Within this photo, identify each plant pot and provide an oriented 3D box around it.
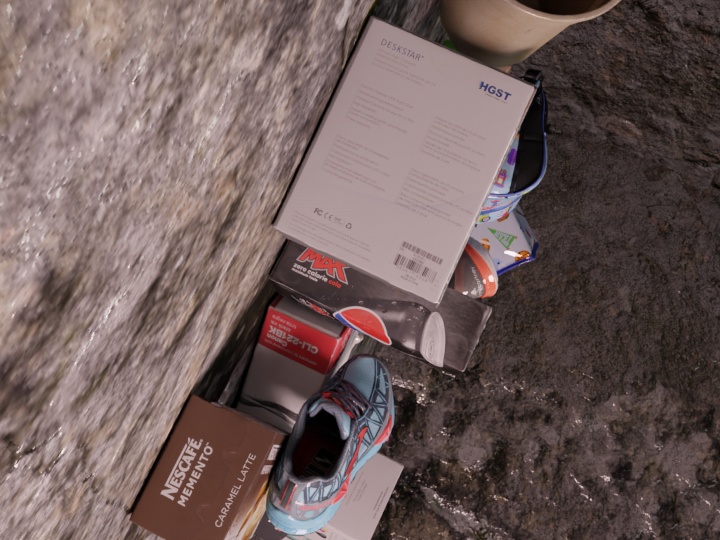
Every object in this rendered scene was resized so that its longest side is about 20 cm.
[{"bbox_3d":[0.174,-0.325,0.921,0.201,0.200,0.183,-63,-175,-16],"label":"plant pot"}]

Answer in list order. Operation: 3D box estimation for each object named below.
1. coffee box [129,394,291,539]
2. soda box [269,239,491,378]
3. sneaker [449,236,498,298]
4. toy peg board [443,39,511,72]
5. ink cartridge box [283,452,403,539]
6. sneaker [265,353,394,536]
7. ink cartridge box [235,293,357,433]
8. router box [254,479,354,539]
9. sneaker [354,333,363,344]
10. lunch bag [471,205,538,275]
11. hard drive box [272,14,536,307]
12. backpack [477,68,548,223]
[{"bbox_3d":[-0.123,0.185,0.753,0.200,0.079,0.115,87,28,-76],"label":"coffee box"},{"bbox_3d":[0.018,0.027,0.781,0.063,0.199,0.071,84,32,-76],"label":"soda box"},{"bbox_3d":[0.072,-0.026,0.943,0.082,0.200,0.077,-25,126,-15],"label":"sneaker"},{"bbox_3d":[0.119,-0.234,1.230,0.199,0.098,0.200,-50,175,6],"label":"toy peg board"},{"bbox_3d":[-0.066,0.333,1.236,0.146,0.199,0.147,-58,170,-41],"label":"ink cartridge box"},{"bbox_3d":[-0.017,0.145,0.767,0.096,0.079,0.200,99,15,-46],"label":"sneaker"},{"bbox_3d":[-0.065,0.105,0.909,0.144,0.083,0.201,-55,167,-61],"label":"ink cartridge box"},{"bbox_3d":[-0.054,0.235,1.029,0.200,0.051,0.149,-48,-171,38],"label":"router box"},{"bbox_3d":[0.000,0.000,1.046,0.074,0.087,0.201,3,110,-80],"label":"sneaker"},{"bbox_3d":[0.143,-0.055,1.257,0.199,0.171,0.124,-25,-176,21],"label":"lunch bag"},{"bbox_3d":[0.039,-0.091,0.717,0.201,0.155,0.077,-64,174,-2],"label":"hard drive box"},{"bbox_3d":[0.110,-0.126,0.898,0.135,0.181,0.201,102,-3,-49],"label":"backpack"}]
